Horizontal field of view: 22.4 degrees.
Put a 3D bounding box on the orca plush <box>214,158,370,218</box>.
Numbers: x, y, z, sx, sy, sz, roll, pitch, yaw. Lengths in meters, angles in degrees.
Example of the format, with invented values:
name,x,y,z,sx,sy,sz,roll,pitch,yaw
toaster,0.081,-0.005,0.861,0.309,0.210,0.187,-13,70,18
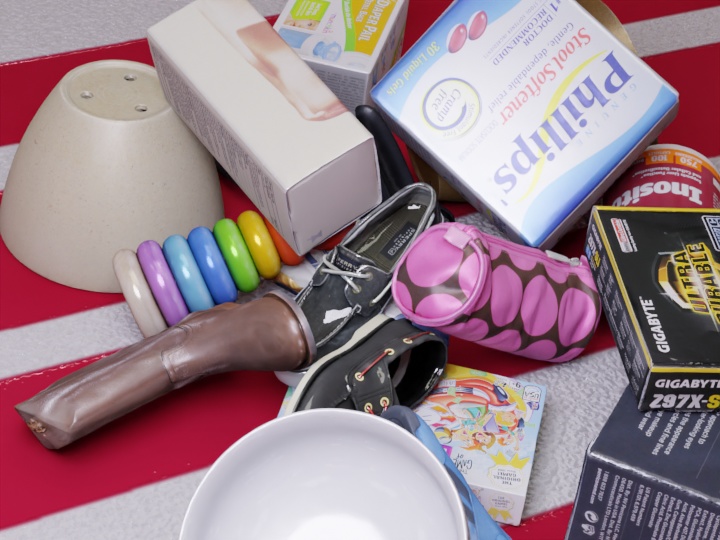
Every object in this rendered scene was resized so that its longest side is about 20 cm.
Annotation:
name,x,y,z,sx,sy,sz,roll,pitch,yaw
orca plush,-0.061,-0.101,1.674,0.105,0.071,0.200,-26,49,-37

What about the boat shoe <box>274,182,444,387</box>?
name,x,y,z,sx,sy,sz,roll,pitch,yaw
boat shoe,-0.007,0.004,1.447,0.072,0.071,0.200,28,63,23

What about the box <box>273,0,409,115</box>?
name,x,y,z,sx,sy,sz,roll,pitch,yaw
box,-0.026,-0.212,1.802,0.112,0.101,0.200,13,37,6

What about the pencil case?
name,x,y,z,sx,sy,sz,roll,pitch,yaw
pencil case,0.115,0.015,1.471,0.200,0.094,0.091,14,27,-52

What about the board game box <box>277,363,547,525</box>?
name,x,y,z,sx,sy,sz,roll,pitch,yaw
board game box,0.039,0.122,1.430,0.200,0.034,0.134,12,37,5

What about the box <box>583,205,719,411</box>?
name,x,y,z,sx,sy,sz,roll,pitch,yaw
box,0.272,0.027,1.398,0.160,0.049,0.200,3,37,-9

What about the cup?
name,x,y,z,sx,sy,sz,roll,pitch,yaw
cup,-0.213,-0.097,1.580,0.200,0.143,0.200,5,37,-4

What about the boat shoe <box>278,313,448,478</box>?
name,x,y,z,sx,sy,sz,roll,pitch,yaw
boat shoe,0.001,0.097,1.366,0.063,0.074,0.201,17,33,24

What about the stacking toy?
name,x,y,z,sx,sy,sz,roll,pitch,yaw
stacking toy,-0.097,-0.014,1.485,0.200,0.085,0.085,-24,43,-3

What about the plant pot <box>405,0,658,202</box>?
name,x,y,z,sx,sy,sz,roll,pitch,yaw
plant pot,0.147,-0.139,1.703,0.200,0.186,0.186,-19,43,-10

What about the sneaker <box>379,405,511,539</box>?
name,x,y,z,sx,sy,sz,roll,pitch,yaw
sneaker,0.067,0.188,1.303,0.078,0.066,0.200,3,53,-39

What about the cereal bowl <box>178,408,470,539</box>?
name,x,y,z,sx,sy,sz,roll,pitch,yaw
cereal bowl,-0.021,0.199,1.242,0.200,0.083,0.200,-3,69,8

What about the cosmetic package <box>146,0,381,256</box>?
name,x,y,z,sx,sy,sz,roll,pitch,yaw
cosmetic package,-0.077,-0.123,1.453,0.087,0.103,0.200,-33,64,-15

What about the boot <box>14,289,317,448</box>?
name,x,y,z,sx,sy,sz,roll,pitch,yaw
boot,-0.149,0.081,1.354,0.200,0.064,0.186,-23,6,-27

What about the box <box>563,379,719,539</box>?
name,x,y,z,sx,sy,sz,roll,pitch,yaw
box,0.282,0.157,1.364,0.200,0.117,0.197,21,38,17

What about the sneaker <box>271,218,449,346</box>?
name,x,y,z,sx,sy,sz,roll,pitch,yaw
sneaker,0.000,0.000,1.524,0.200,0.075,0.088,30,83,24

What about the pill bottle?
name,x,y,z,sx,sy,sz,roll,pitch,yaw
pill bottle,0.267,-0.015,1.591,0.113,0.113,0.200,10,37,2

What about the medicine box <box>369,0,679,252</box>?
name,x,y,z,sx,sy,sz,roll,pitch,yaw
medicine box,0.143,-0.142,1.574,0.200,0.103,0.182,43,89,11

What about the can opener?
name,x,y,z,sx,sy,sz,roll,pitch,yaw
can opener,0.026,-0.063,1.554,0.079,0.200,0.063,4,59,24
